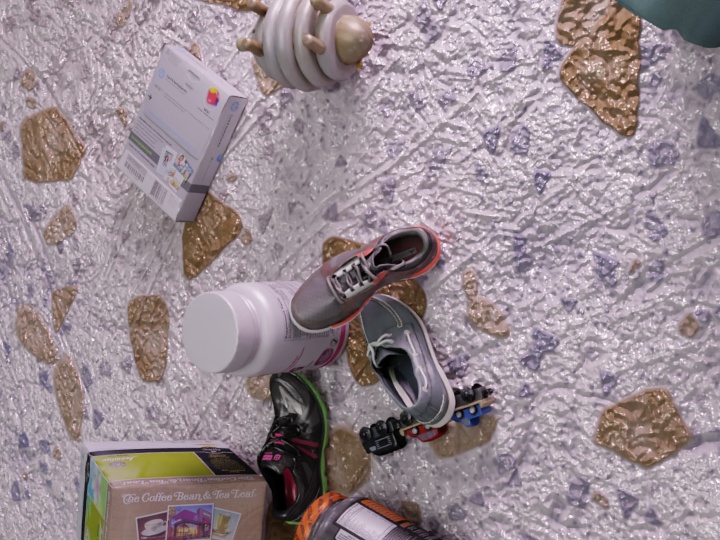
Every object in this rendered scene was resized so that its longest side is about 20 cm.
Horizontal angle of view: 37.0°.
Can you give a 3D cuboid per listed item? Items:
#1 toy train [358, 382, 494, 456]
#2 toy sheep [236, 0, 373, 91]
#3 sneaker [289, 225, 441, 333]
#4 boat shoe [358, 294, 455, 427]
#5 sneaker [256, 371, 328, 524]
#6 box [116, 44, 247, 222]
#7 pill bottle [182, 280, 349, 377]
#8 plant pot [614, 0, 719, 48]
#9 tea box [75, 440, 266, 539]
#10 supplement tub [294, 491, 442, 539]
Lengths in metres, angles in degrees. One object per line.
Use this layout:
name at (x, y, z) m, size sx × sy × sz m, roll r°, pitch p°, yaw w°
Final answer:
toy train at (0.078, 0.181, 1.276) m, size 0.199 × 0.034 × 0.046 m, roll -27°, pitch 78°, yaw 35°
toy sheep at (-0.072, -0.285, 1.326) m, size 0.198 × 0.137 × 0.139 m, roll 10°, pitch 96°, yaw 29°
sneaker at (0.000, 0.000, 1.252) m, size 0.199 × 0.082 × 0.077 m, roll -32°, pitch 78°, yaw -1°
boat shoe at (0.043, 0.097, 1.266) m, size 0.073 × 0.062 × 0.201 m, roll -47°, pitch 49°, yaw 21°
sneaker at (-0.089, 0.224, 1.375) m, size 0.076 × 0.083 × 0.202 m, roll -11°, pitch 84°, yaw 37°
box at (-0.257, -0.194, 1.530) m, size 0.156 × 0.041 × 0.201 m, roll 39°, pitch 114°, yaw 31°
pill bottle at (-0.115, 0.071, 1.320) m, size 0.113 × 0.199 × 0.115 m, roll 0°, pitch 91°, yaw 38°
plant pot at (0.323, -0.328, 0.991) m, size 0.200 × 0.199 × 0.197 m, roll 47°, pitch 124°, yaw 27°
tea box at (-0.249, 0.309, 1.391) m, size 0.196 × 0.198 × 0.135 m, roll -164°, pitch 78°, yaw -65°
supplement tub at (0.024, 0.346, 1.265) m, size 0.199 × 0.122 × 0.124 m, roll 22°, pitch 103°, yaw 36°
